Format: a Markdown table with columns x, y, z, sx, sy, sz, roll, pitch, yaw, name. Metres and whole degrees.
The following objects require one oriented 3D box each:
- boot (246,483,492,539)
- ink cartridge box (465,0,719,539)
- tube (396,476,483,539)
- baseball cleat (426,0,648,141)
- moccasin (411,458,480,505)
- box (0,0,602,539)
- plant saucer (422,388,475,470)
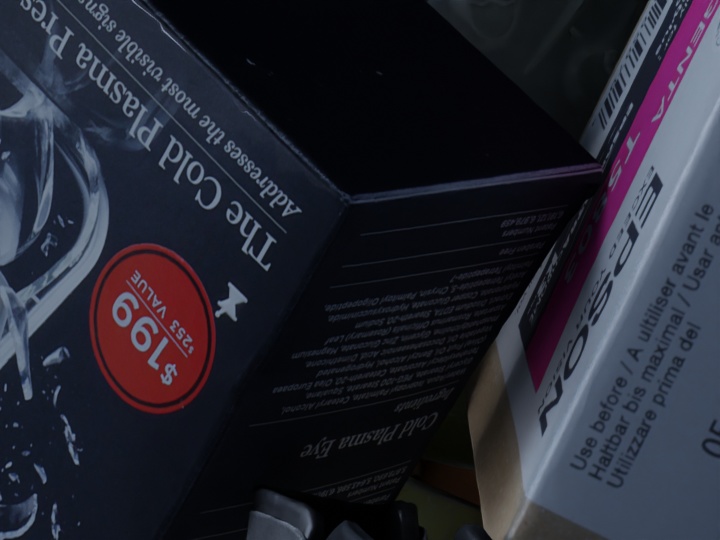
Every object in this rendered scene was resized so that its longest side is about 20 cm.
| x | y | z | sx | sy | sz | roll | pitch | yaw | name |
| --- | --- | --- | --- | --- | --- | --- | --- | --- | --- |
| 0.007 | 0.125 | 0.564 | 0.200 | 0.070 | 0.132 | 31 | 103 | 53 | boot |
| 0.099 | -0.021 | 0.659 | 0.165 | 0.075 | 0.201 | -86 | 22 | -77 | ink cartridge box |
| -0.017 | 0.153 | 0.755 | 0.058 | 0.052 | 0.201 | 23 | -94 | -63 | tube |
| 0.049 | -0.085 | 0.797 | 0.200 | 0.070 | 0.106 | -52 | 19 | -16 | baseball cleat |
| -0.008 | 0.031 | 0.892 | 0.078 | 0.202 | 0.074 | -17 | -27 | -53 | moccasin |
| -0.072 | -0.013 | 0.703 | 0.104 | 0.200 | 0.183 | -10 | -43 | -50 | box |
| 0.000 | 0.000 | 0.838 | 0.031 | 0.199 | 0.200 | -55 | 9 | 21 | plant saucer |
